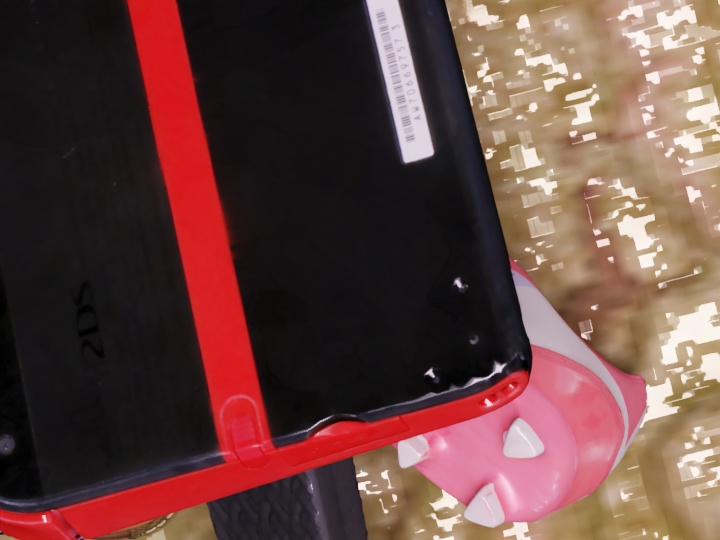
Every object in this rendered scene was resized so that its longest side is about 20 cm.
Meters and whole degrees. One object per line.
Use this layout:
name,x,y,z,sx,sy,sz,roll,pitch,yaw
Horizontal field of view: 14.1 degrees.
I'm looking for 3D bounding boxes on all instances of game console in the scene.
game console,-0.052,-0.032,0.854,0.177,0.031,0.200,-17,71,11

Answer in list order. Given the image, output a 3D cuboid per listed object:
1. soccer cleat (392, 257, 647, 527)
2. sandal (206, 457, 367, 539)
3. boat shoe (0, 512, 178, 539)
soccer cleat,0.000,0.000,0.897,0.200,0.076,0.067,40,125,16
sandal,-0.003,0.108,0.892,0.075,0.048,0.201,11,117,47
boat shoe,-0.149,0.042,0.902,0.200,0.068,0.072,5,96,5
